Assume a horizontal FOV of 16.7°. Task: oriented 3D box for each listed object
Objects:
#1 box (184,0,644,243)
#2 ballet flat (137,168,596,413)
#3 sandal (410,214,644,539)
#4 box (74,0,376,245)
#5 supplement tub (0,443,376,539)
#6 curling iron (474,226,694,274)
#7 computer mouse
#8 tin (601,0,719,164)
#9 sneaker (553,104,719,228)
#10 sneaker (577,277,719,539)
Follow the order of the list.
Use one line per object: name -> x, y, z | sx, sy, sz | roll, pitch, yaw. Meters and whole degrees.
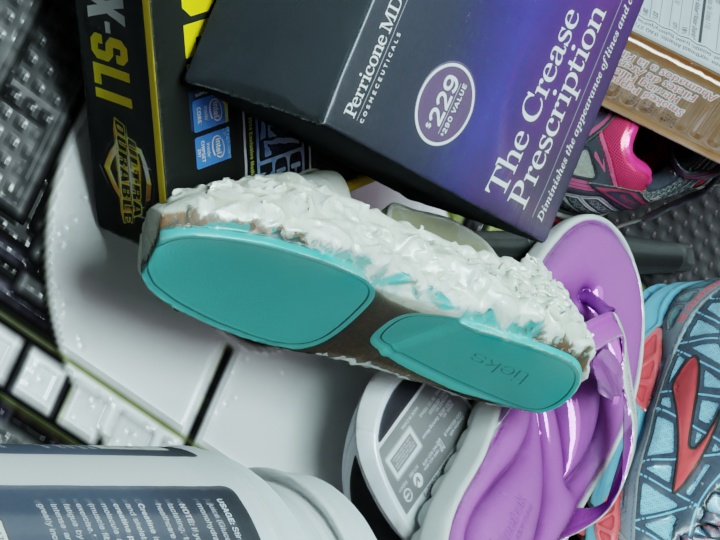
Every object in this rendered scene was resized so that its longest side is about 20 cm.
box -> 0.041, -0.130, 0.886 | 0.141, 0.079, 0.201 | 24, 87, -46
ballet flat -> 0.000, 0.000, 0.901 | 0.200, 0.072, 0.072 | 21, 72, -33
sandal -> 0.083, 0.063, 0.973 | 0.082, 0.050, 0.203 | 47, 51, -30
box -> -0.031, -0.123, 0.903 | 0.159, 0.049, 0.201 | -22, 120, -37
supplement tub -> -0.100, 0.127, 0.800 | 0.199, 0.140, 0.141 | 5, 83, -39
curling iron -> 0.075, 0.001, 1.039 | 0.200, 0.026, 0.050 | -9, 116, -46
computer mouse -> 0.044, 0.122, 0.987 | 0.110, 0.044, 0.200 | -49, 117, -42
tin -> 0.121, -0.109, 1.016 | 0.199, 0.042, 0.112 | 25, 46, -9
sneaker -> 0.148, -0.066, 1.074 | 0.200, 0.075, 0.081 | -27, 104, -39
sneaker -> 0.150, 0.084, 1.023 | 0.079, 0.095, 0.201 | 35, 51, -41
